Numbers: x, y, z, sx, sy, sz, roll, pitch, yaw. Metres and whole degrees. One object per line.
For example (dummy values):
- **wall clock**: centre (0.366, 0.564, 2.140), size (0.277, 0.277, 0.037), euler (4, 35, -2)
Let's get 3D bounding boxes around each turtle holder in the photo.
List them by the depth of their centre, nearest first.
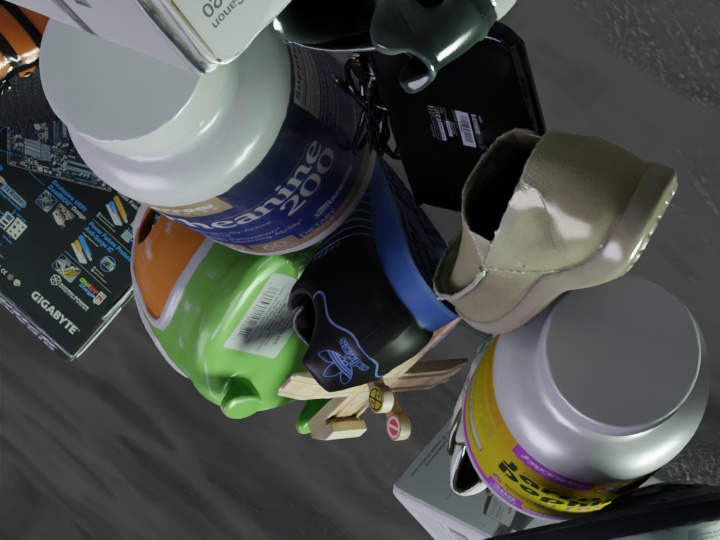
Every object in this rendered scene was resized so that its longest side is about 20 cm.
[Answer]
- **turtle holder**: centre (-0.044, -0.003, 1.680), size (0.132, 0.185, 0.141), euler (42, 135, 31)

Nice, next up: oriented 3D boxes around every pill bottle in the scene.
- **pill bottle**: centre (-0.073, -0.078, 1.411), size (0.111, 0.111, 0.200), euler (36, -177, 22)
- **pill bottle**: centre (0.110, 0.058, 1.449), size (0.104, 0.104, 0.200), euler (40, 167, 5)

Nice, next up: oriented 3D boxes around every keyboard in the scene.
- **keyboard**: centre (0.041, -0.083, 1.379), size (0.104, 0.040, 0.200), euler (13, 158, 14)

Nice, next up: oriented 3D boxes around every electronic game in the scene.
- **electronic game**: centre (0.146, 0.122, 1.433), size (0.200, 0.199, 0.042), euler (136, 125, -77)

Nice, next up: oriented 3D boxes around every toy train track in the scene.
- **toy train track**: centre (0.031, 0.050, 1.595), size (0.200, 0.114, 0.033), euler (-46, 56, 48)

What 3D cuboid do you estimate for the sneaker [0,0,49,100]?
- **sneaker**: centre (-0.184, -0.116, 1.490), size (0.199, 0.091, 0.070), euler (3, -173, -25)

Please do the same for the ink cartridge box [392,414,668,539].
- **ink cartridge box**: centre (0.134, 0.171, 1.796), size (0.145, 0.084, 0.200), euler (50, 165, -32)

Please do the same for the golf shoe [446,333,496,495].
- **golf shoe**: centre (0.075, 0.084, 1.656), size (0.078, 0.097, 0.200), euler (37, 168, 12)

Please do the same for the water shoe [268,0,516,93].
- **water shoe**: centre (-0.023, -0.138, 1.246), size (0.200, 0.079, 0.072), euler (29, 162, 44)

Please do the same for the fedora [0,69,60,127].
- **fedora**: centre (-0.186, -0.145, 1.619), size (0.091, 0.202, 0.201), euler (4, 163, 2)

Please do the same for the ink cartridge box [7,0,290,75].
- **ink cartridge box**: centre (-0.084, -0.169, 1.169), size (0.200, 0.146, 0.085), euler (25, 159, 50)

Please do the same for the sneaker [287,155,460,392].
- **sneaker**: centre (0.000, 0.000, 1.508), size (0.070, 0.078, 0.200), euler (52, -171, -14)

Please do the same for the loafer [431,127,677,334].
- **loafer**: centre (0.076, -0.026, 1.344), size (0.068, 0.076, 0.200), euler (37, 158, -9)

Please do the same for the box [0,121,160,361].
- **box**: centre (-0.194, -0.069, 1.789), size (0.200, 0.159, 0.046), euler (42, 170, -4)
